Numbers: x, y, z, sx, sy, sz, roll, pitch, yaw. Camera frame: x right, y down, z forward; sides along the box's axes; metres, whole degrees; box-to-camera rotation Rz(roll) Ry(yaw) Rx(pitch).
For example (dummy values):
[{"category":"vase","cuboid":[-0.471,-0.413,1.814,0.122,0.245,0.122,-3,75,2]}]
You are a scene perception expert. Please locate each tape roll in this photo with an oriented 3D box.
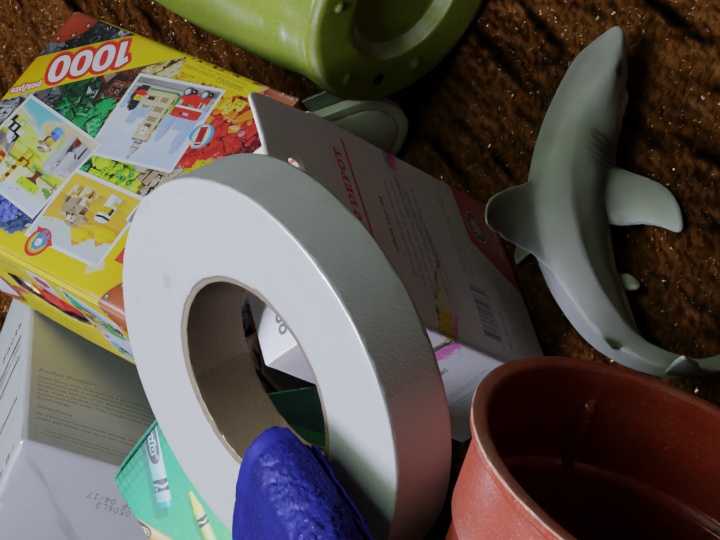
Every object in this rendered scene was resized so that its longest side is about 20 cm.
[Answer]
[{"category":"tape roll","cuboid":[-0.037,0.045,1.135,0.202,0.037,0.204,33,135,40]}]

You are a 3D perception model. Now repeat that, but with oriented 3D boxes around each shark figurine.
[{"category":"shark figurine","cuboid":[0.106,-0.008,1.213,0.128,0.089,0.215,-46,46,33]}]

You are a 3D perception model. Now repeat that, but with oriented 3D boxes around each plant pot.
[{"category":"plant pot","cuboid":[-0.033,-0.196,1.366,0.193,0.200,0.201,44,112,34]},{"category":"plant pot","cuboid":[0.102,0.176,1.091,0.201,0.200,0.196,49,124,45]}]

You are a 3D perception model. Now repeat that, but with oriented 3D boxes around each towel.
[{"category":"towel","cuboid":[-0.002,0.182,1.060,0.200,0.049,0.148,55,143,40]}]

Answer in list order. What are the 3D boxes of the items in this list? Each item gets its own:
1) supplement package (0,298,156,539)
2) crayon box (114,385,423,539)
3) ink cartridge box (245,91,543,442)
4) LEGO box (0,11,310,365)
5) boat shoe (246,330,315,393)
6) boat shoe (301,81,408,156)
[{"category":"supplement package","cuboid":[-0.151,0.102,1.392,0.200,0.120,0.120,-98,30,-60]},{"category":"crayon box","cuboid":[-0.023,0.158,1.245,0.058,0.118,0.201,-50,62,34]},{"category":"ink cartridge box","cuboid":[0.000,0.000,1.237,0.067,0.199,0.117,-35,53,25]},{"category":"LEGO box","cuboid":[-0.123,-0.041,1.336,0.199,0.077,0.149,24,70,43]},{"category":"boat shoe","cuboid":[-0.058,0.135,1.384,0.076,0.071,0.201,-32,45,54]},{"category":"boat shoe","cuboid":[-0.056,-0.059,1.426,0.201,0.072,0.061,-33,41,29]}]
